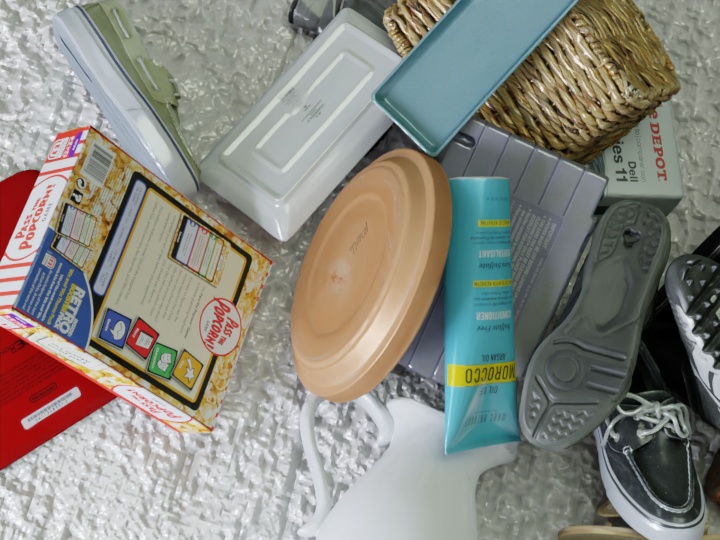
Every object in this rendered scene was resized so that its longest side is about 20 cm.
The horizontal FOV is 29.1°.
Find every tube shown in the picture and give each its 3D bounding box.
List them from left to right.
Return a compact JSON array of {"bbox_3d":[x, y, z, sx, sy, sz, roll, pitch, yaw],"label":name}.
[{"bbox_3d":[0.088,0.032,1.031,0.077,0.050,0.202,-3,92,-33],"label":"tube"}]

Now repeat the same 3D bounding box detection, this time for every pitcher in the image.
[{"bbox_3d":[0.012,0.185,1.038,0.170,0.122,0.201,20,55,7],"label":"pitcher"}]

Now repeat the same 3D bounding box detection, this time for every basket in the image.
[{"bbox_3d":[0.143,-0.181,1.135,0.201,0.149,0.142,55,33,9],"label":"basket"}]

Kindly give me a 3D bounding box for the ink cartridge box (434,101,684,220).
[{"bbox_3d":[0.167,-0.115,1.198,0.198,0.083,0.148,0,70,-14],"label":"ink cartridge box"}]

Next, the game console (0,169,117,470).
[{"bbox_3d":[-0.283,0.042,1.070,0.199,0.118,0.173,-32,111,-21],"label":"game console"}]

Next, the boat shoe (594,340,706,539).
[{"bbox_3d":[0.223,0.122,1.082,0.073,0.068,0.200,0,40,-5],"label":"boat shoe"}]

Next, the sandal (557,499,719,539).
[{"bbox_3d":[0.250,0.196,1.108,0.210,0.078,0.070,12,65,-18],"label":"sandal"}]

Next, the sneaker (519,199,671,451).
[{"bbox_3d":[0.183,0.054,1.069,0.076,0.114,0.201,19,74,16],"label":"sneaker"}]

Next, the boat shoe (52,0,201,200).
[{"bbox_3d":[-0.180,-0.145,1.135,0.062,0.072,0.201,-30,76,-19],"label":"boat shoe"}]

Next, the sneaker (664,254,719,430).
[{"bbox_3d":[0.278,0.075,1.069,0.066,0.090,0.201,-45,107,-26],"label":"sneaker"}]

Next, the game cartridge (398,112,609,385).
[{"bbox_3d":[0.098,-0.005,1.078,0.129,0.038,0.201,24,101,1],"label":"game cartridge"}]

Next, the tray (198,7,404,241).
[{"bbox_3d":[-0.037,-0.127,1.133,0.107,0.022,0.200,35,75,22],"label":"tray"}]

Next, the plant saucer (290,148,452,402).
[{"bbox_3d":[0.000,0.000,1.053,0.032,0.200,0.202,23,65,-26],"label":"plant saucer"}]

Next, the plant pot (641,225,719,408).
[{"bbox_3d":[0.366,0.020,1.143,0.199,0.200,0.178,35,55,2],"label":"plant pot"}]

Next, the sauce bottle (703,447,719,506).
[{"bbox_3d":[0.382,0.205,1.136,0.199,0.066,0.066,28,66,1],"label":"sauce bottle"}]

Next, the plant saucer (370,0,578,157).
[{"bbox_3d":[0.099,-0.180,1.040,0.070,0.019,0.200,44,94,10],"label":"plant saucer"}]

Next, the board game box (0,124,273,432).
[{"bbox_3d":[-0.167,0.011,1.035,0.200,0.046,0.152,39,59,-37],"label":"board game box"}]

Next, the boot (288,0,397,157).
[{"bbox_3d":[-0.012,-0.191,1.204,0.131,0.070,0.201,31,67,12],"label":"boot"}]

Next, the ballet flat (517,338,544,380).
[{"bbox_3d":[0.088,0.046,1.138,0.199,0.072,0.072,36,66,4],"label":"ballet flat"}]
